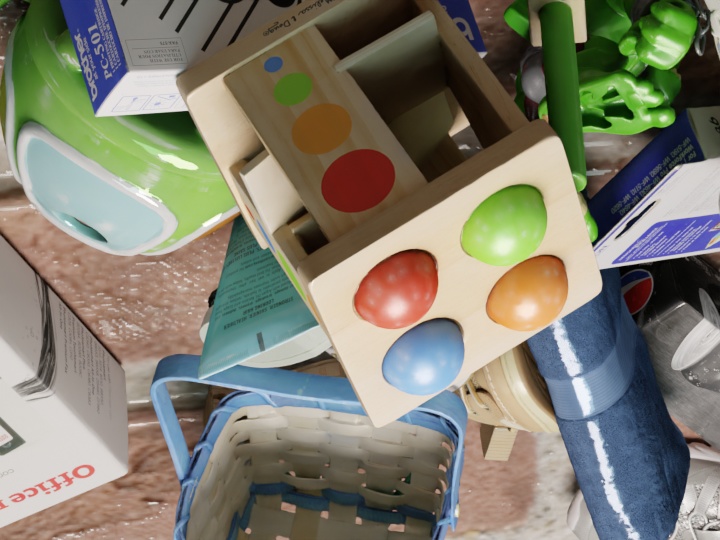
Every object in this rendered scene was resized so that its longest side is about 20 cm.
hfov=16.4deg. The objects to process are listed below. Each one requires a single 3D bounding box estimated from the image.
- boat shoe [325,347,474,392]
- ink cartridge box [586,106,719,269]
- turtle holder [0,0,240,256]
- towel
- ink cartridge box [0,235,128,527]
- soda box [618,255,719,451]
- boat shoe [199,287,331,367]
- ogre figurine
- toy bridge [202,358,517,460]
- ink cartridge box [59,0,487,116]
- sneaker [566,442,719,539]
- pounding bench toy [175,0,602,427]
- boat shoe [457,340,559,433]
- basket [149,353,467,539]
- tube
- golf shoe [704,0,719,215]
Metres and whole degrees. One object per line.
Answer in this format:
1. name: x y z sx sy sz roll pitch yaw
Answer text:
1. boat shoe: 0.021 0.029 1.398 0.069 0.071 0.200 17 163 -14
2. ink cartridge box: 0.186 -0.047 1.347 0.200 0.039 0.099 -9 150 -51
3. turtle holder: -0.127 -0.083 1.244 0.185 0.141 0.132 13 135 -25
4. towel: 0.132 0.054 1.386 0.048 0.112 0.201 -13 112 18
5. ink cartridge box: -0.240 0.060 1.421 0.146 0.085 0.200 -23 135 15
6. soda box: 0.219 0.057 1.514 0.071 0.064 0.200 -34 133 25
7. boat shoe: 0.000 0.000 1.313 0.199 0.061 0.076 -9 144 31
8. ogre figurine: 0.115 -0.099 1.271 0.098 0.120 0.200 14 140 3
9. toy bridge: 0.007 0.082 1.530 0.199 0.027 0.067 3 136 -11
10. ink cartridge box: -0.044 -0.129 1.192 0.199 0.094 0.044 -6 157 -33
11. sneaker: 0.233 0.162 1.616 0.199 0.082 0.075 -1 137 -8
12. pounding bench toy: 0.050 -0.052 1.134 0.200 0.156 0.124 -31 143 -5
13. boat shoe: 0.085 0.064 1.437 0.064 0.072 0.200 -12 172 9
14. basket: -0.027 0.121 1.436 0.176 0.140 0.200 9 146 9
15. tube: -0.038 -0.024 1.275 0.077 0.200 0.050 -29 119 26
16. golf shoe: 0.200 -0.113 1.255 0.097 0.201 0.078 23 164 -16
